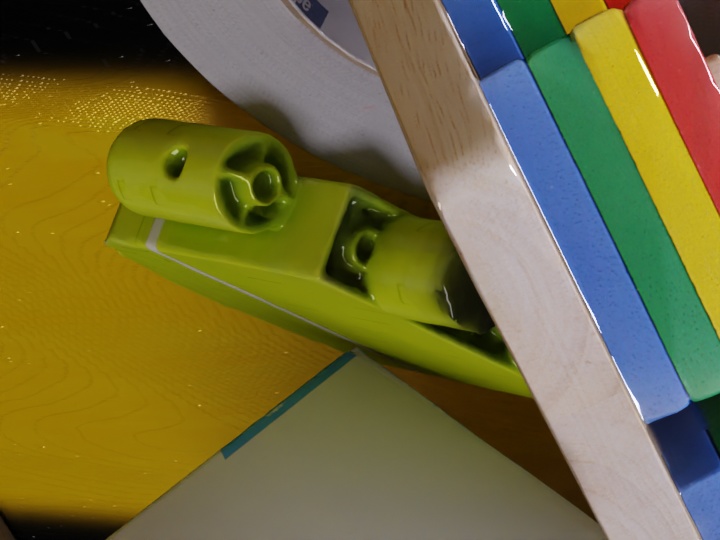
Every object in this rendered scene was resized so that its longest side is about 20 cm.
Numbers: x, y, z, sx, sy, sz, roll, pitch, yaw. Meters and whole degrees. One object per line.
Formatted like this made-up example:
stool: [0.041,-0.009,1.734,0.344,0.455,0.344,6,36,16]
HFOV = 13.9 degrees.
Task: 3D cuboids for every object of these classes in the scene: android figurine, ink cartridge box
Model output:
android figurine: [0.000,0.000,0.938,0.182,0.041,0.200,25,173,-35]
ink cartridge box: [-0.012,0.156,0.979,0.125,0.129,0.200,34,138,20]

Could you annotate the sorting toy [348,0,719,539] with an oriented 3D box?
sorting toy: [0.063,-0.011,0.716,0.070,0.200,0.199,-26,124,4]

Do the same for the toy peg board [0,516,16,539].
toy peg board: [-0.230,0.181,1.298,0.199,0.098,0.200,1,136,29]

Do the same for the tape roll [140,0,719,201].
tape roll: [0.029,-0.107,0.824,0.200,0.066,0.200,15,143,12]
